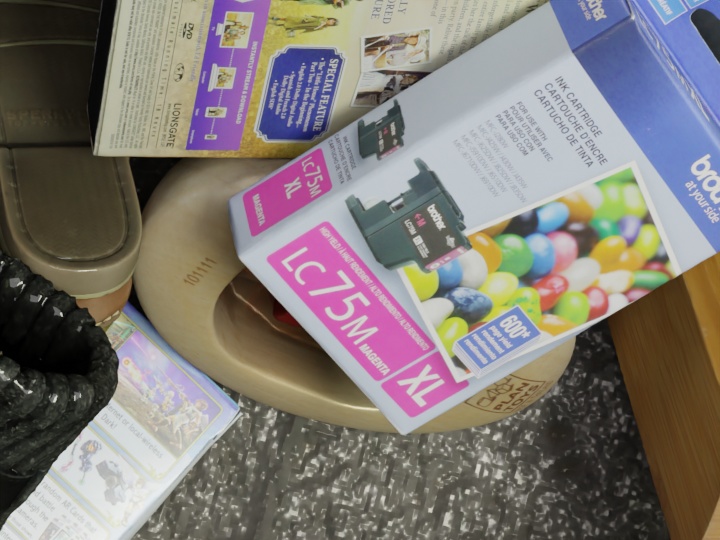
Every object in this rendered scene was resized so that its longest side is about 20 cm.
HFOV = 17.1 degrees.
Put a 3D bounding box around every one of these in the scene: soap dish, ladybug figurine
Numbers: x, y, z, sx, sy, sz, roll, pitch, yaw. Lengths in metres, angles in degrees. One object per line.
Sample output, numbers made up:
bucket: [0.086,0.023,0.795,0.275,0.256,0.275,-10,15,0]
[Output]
soap dish: [0.186,0.037,0.959,0.157,0.200,0.081,-1,131,-9]
ladybug figurine: [0.000,0.000,0.969,0.200,0.072,0.136,25,129,-28]

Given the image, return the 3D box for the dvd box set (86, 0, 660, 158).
dvd box set: [0.009,-0.099,0.857,0.199,0.147,0.029,-1,49,-14]

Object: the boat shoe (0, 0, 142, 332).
boat shoe: [-0.125,-0.053,0.943,0.072,0.068,0.200,6,47,-11]

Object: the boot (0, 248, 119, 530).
boot: [-0.206,0.044,0.850,0.211,0.080,0.158,19,128,-19]

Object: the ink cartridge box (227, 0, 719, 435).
ink cartridge box: [0.065,-0.030,0.880,0.200,0.042,0.119,-32,129,11]

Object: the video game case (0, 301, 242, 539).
video game case: [-0.181,0.056,0.962,0.200,0.045,0.181,44,75,-7]

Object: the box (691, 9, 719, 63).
box: [0.064,-0.158,0.947,0.199,0.107,0.149,-5,51,-8]
